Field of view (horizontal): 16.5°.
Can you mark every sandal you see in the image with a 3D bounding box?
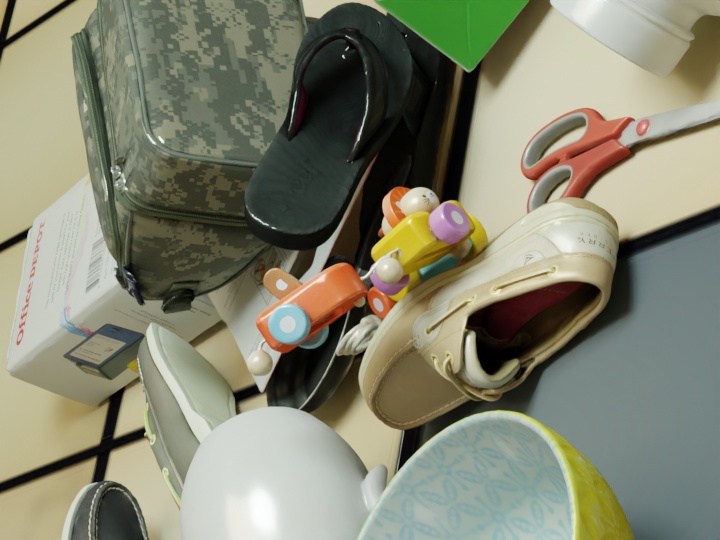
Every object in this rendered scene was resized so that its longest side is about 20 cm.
[{"bbox_3d":[0.021,-0.111,1.657,0.075,0.048,0.201,-33,42,44],"label":"sandal"},{"bbox_3d":[-0.015,-0.099,1.526,0.048,0.075,0.201,95,-170,-50],"label":"sandal"}]

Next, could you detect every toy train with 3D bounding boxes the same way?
[{"bbox_3d":[0.000,0.000,1.470,0.150,0.056,0.200,-36,-9,9],"label":"toy train"}]

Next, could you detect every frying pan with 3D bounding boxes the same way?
[{"bbox_3d":[-0.013,0.011,1.624,0.190,0.031,0.115,-66,20,0],"label":"frying pan"}]

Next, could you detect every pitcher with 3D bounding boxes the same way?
[{"bbox_3d":[-0.016,0.169,1.458,0.171,0.121,0.200,-32,50,14],"label":"pitcher"}]

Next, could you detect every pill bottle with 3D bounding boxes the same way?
[{"bbox_3d":[0.193,-0.213,1.391,0.200,0.111,0.111,-57,30,13],"label":"pill bottle"}]

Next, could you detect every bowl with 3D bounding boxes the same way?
[{"bbox_3d":[0.082,0.183,1.274,0.200,0.108,0.200,-37,40,39],"label":"bowl"}]

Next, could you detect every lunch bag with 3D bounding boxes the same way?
[{"bbox_3d":[-0.116,-0.094,1.638,0.168,0.139,0.200,122,143,-50],"label":"lunch bag"}]

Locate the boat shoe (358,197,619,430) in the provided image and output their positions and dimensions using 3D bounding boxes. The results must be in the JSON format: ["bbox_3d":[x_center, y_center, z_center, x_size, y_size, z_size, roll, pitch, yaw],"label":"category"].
[{"bbox_3d":[0.071,0.038,1.438,0.200,0.074,0.069,-43,30,32],"label":"boat shoe"}]

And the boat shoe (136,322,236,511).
[{"bbox_3d":[-0.119,0.107,1.696,0.060,0.072,0.202,-52,35,13],"label":"boat shoe"}]

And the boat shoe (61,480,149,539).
[{"bbox_3d":[-0.159,0.226,1.670,0.060,0.074,0.200,-37,42,40],"label":"boat shoe"}]

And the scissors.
[{"bbox_3d":[0.159,-0.086,1.450,0.200,0.014,0.073,-33,41,46],"label":"scissors"}]

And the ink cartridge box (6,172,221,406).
[{"bbox_3d":[-0.175,-0.006,1.855,0.200,0.087,0.146,-33,41,45],"label":"ink cartridge box"}]

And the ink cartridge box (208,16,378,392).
[{"bbox_3d":[-0.041,-0.044,1.664,0.200,0.043,0.174,-64,36,26],"label":"ink cartridge box"}]

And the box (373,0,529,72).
[{"bbox_3d":[0.074,-0.258,1.619,0.200,0.097,0.177,-50,32,10],"label":"box"}]
